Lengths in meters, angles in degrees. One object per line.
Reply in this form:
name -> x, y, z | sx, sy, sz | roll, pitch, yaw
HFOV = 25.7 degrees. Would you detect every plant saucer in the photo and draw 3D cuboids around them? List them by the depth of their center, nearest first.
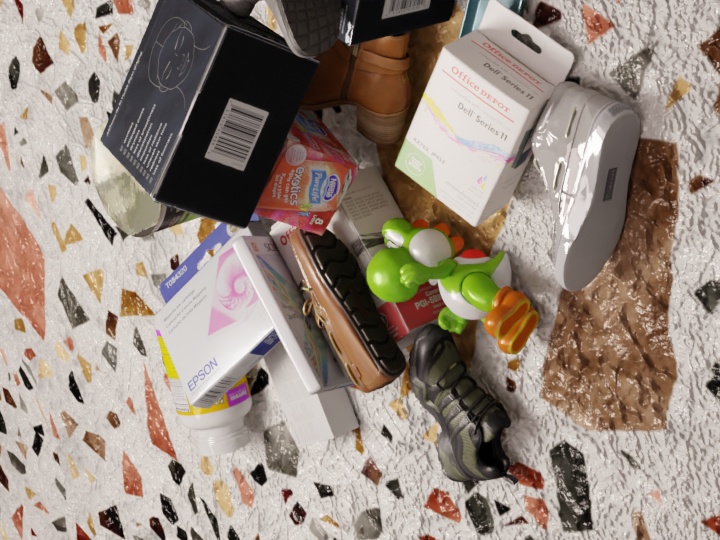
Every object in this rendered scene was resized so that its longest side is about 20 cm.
plant saucer -> 0.132, -0.237, 1.621 | 0.070, 0.019, 0.200 | 40, 134, 32

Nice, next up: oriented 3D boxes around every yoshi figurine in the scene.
yoshi figurine -> 0.086, 0.023, 1.704 | 0.200, 0.112, 0.113 | 35, 125, 28

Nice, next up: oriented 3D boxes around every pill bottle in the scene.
pill bottle -> -0.206, 0.144, 2.130 | 0.104, 0.104, 0.201 | -1, 106, 50

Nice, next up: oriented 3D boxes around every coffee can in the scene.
coffee can -> -0.205, -0.137, 1.922 | 0.146, 0.200, 0.147 | 25, 125, 42

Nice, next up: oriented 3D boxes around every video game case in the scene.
video game case -> -0.066, 0.049, 1.875 | 0.022, 0.182, 0.200 | -30, 81, 17

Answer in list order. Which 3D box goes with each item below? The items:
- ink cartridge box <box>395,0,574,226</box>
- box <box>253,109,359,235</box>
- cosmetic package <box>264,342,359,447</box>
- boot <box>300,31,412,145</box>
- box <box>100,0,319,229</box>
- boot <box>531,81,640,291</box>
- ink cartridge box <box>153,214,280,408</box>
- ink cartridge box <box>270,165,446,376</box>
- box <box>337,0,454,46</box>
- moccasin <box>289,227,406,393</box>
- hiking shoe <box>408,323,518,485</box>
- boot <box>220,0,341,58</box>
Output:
ink cartridge box -> 0.124, -0.160, 1.600 | 0.117, 0.067, 0.200 | 38, 132, 18
box -> -0.094, -0.133, 1.774 | 0.096, 0.100, 0.200 | -61, 33, 17
cosmetic package -> -0.075, 0.118, 2.004 | 0.082, 0.051, 0.200 | -21, 90, 49
boot -> -0.026, -0.239, 1.738 | 0.200, 0.077, 0.155 | 37, 145, 27
box -> -0.167, -0.180, 1.698 | 0.197, 0.124, 0.200 | 41, 110, 55
boot -> 0.211, -0.086, 1.564 | 0.096, 0.073, 0.200 | 37, 124, 42
ink cartridge box -> -0.177, 0.037, 1.992 | 0.196, 0.043, 0.200 | -44, 58, 26
ink cartridge box -> 0.000, 0.000, 1.833 | 0.147, 0.083, 0.200 | -38, 77, 50
box -> -0.013, -0.335, 1.644 | 0.200, 0.148, 0.107 | 37, 132, 33
moccasin -> -0.024, 0.042, 1.763 | 0.078, 0.074, 0.202 | -30, 92, 40
hiking shoe -> 0.123, 0.148, 1.770 | 0.101, 0.076, 0.200 | 0, 119, 42
boot -> -0.093, -0.286, 1.598 | 0.132, 0.070, 0.200 | -35, 68, 54
